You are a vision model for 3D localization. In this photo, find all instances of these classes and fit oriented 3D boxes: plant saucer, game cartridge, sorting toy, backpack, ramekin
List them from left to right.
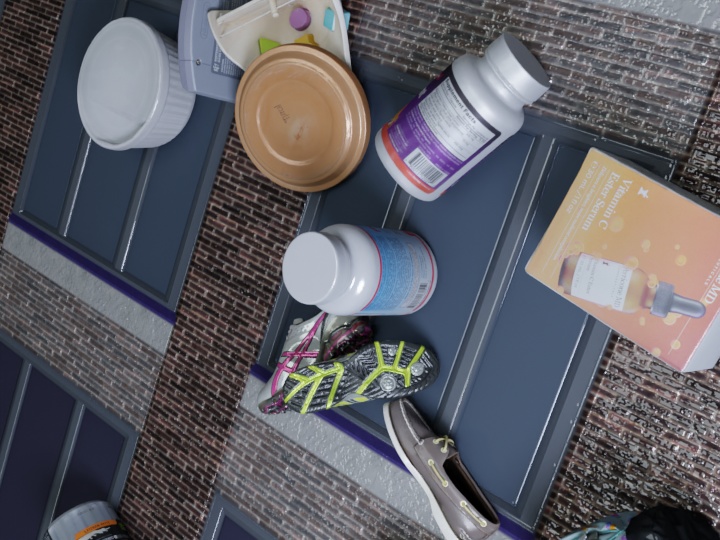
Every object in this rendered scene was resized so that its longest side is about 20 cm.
[{"bbox_3d":[-0.345,-0.284,1.466,0.201,0.094,0.204,-2,86,35],"label":"ramekin"},{"bbox_3d":[-0.197,-0.346,1.336,0.040,0.133,0.201,10,93,37],"label":"game cartridge"},{"bbox_3d":[-0.083,-0.202,1.260,0.199,0.032,0.202,9,113,22],"label":"plant saucer"},{"bbox_3d":[-0.083,-0.302,1.279,0.199,0.107,0.181,-17,88,29],"label":"sorting toy"},{"bbox_3d":[0.266,0.324,0.969,0.200,0.166,0.127,-40,47,31],"label":"backpack"}]

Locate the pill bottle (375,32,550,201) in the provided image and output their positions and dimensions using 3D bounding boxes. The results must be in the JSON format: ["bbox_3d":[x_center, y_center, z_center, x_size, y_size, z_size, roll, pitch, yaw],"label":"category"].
[{"bbox_3d":[0.122,-0.183,1.108,0.200,0.111,0.112,-39,67,28],"label":"pill bottle"}]

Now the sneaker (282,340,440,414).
[{"bbox_3d":[0.001,0.130,1.185,0.199,0.076,0.076,-9,88,2],"label":"sneaker"}]

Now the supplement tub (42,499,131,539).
[{"bbox_3d":[-0.400,0.470,1.456,0.200,0.122,0.123,49,115,26],"label":"supplement tub"}]

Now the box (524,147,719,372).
[{"bbox_3d":[0.303,-0.013,0.972,0.200,0.106,0.153,36,108,32],"label":"box"}]

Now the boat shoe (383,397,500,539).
[{"bbox_3d":[0.097,0.237,1.136,0.059,0.072,0.201,-37,71,23],"label":"boat shoe"}]

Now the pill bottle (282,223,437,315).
[{"bbox_3d":[0.000,0.000,1.135,0.108,0.200,0.110,-2,87,35],"label":"pill bottle"}]

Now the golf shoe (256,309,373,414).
[{"bbox_3d":[-0.072,0.114,1.266,0.200,0.072,0.092,-44,60,16],"label":"golf shoe"}]
